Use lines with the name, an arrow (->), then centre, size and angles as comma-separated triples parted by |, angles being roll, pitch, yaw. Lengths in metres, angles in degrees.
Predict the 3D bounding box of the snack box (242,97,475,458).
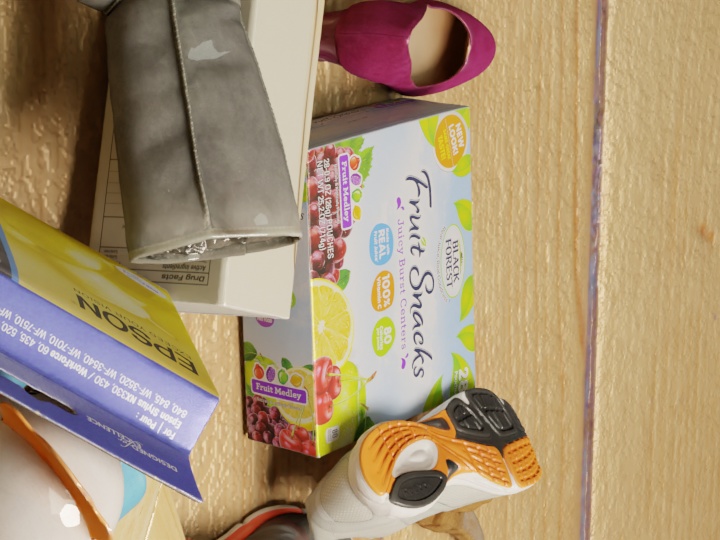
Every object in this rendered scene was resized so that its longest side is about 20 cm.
snack box -> 0.000, 0.000, 1.524 | 0.169, 0.068, 0.200 | -18, 113, -48

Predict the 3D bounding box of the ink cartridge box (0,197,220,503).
ink cartridge box -> -0.166, 0.016, 1.180 | 0.198, 0.200, 0.047 | 32, 97, -25

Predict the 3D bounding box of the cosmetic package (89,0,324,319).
cosmetic package -> -0.089, -0.076, 1.353 | 0.073, 0.103, 0.200 | 13, 82, -57

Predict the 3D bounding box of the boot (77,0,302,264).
boot -> -0.127, -0.103, 1.264 | 0.182, 0.073, 0.200 | -3, 88, -12

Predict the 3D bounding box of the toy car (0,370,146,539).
toy car -> -0.188, 0.098, 1.178 | 0.184, 0.200, 0.177 | -40, 97, -33

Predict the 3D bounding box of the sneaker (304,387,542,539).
sneaker -> 0.037, 0.133, 1.545 | 0.200, 0.092, 0.076 | -3, 65, -51

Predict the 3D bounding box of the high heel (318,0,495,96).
high heel -> 0.049, -0.143, 1.531 | 0.200, 0.096, 0.068 | -8, 104, -50

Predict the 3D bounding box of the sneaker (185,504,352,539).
sneaker -> -0.060, 0.199, 1.480 | 0.200, 0.082, 0.077 | -7, 103, -50

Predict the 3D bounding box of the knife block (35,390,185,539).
knife block -> -0.170, 0.120, 1.346 | 0.200, 0.064, 0.176 | -40, 125, -38

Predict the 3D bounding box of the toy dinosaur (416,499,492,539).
toy dinosaur -> 0.062, 0.166, 1.657 | 0.106, 0.060, 0.200 | -43, 138, 9
